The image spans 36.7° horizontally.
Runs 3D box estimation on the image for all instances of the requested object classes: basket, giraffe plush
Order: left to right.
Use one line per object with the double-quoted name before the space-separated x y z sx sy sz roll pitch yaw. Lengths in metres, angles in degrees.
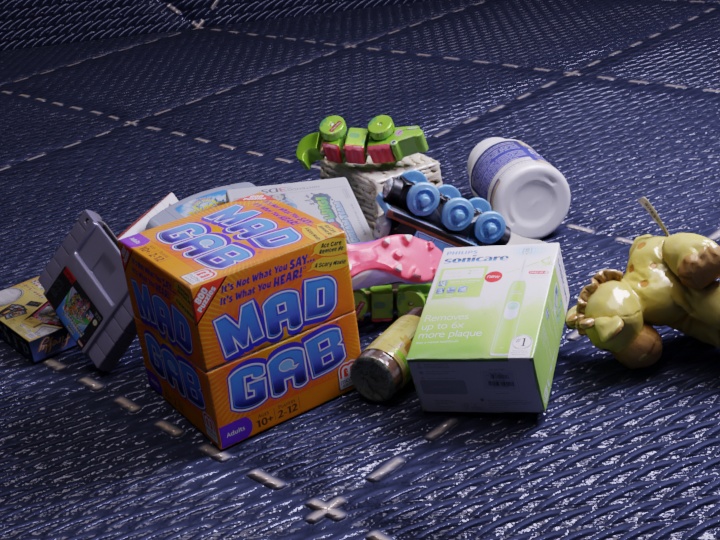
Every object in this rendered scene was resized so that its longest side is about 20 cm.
"basket" 0.031 -0.121 1.697 0.135 0.124 0.200 -19 27 -25
"giraffe plush" 0.328 0.040 1.244 0.162 0.173 0.200 -38 71 -7

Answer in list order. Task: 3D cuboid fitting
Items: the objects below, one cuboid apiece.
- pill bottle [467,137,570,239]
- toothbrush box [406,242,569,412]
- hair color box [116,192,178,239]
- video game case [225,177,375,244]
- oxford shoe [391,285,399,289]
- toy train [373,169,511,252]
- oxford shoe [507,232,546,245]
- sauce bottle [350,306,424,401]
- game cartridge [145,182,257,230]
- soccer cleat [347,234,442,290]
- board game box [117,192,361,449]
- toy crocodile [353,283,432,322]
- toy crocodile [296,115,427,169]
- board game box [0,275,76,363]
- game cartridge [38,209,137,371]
"pill bottle" 0.235 -0.135 1.676 0.119 0.121 0.200 -11 25 -8
"toothbrush box" 0.151 0.063 1.248 0.144 0.087 0.201 -2 37 23
"hair color box" -0.300 -0.020 1.575 0.064 0.111 0.200 -31 13 28
"video game case" -0.083 -0.062 1.508 0.180 0.024 0.201 -7 38 -13
"oxford shoe" 0.000 0.000 1.504 0.198 0.073 0.071 2 26 20
"toy train" 0.107 -0.055 1.470 0.199 0.115 0.087 21 15 -21
"oxford shoe" 0.175 -0.047 1.578 0.199 0.058 0.075 10 27 30
"sauce bottle" 0.063 0.084 1.313 0.064 0.065 0.200 8 30 31
"game cartridge" -0.200 -0.066 1.552 0.199 0.041 0.133 -26 44 -38
"soccer cleat" 0.016 -0.004 1.391 0.198 0.067 0.076 -3 -20 -27
"board game box" -0.140 0.050 1.283 0.199 0.202 0.199 -22 27 -28
"toy crocodile" 0.033 0.041 1.435 0.198 0.062 0.068 -1 26 3
"toy crocodile" 0.001 -0.185 1.615 0.198 0.068 0.062 1 53 17
"board game box" -0.447 0.061 1.545 0.135 0.035 0.199 -24 29 -32
"game cartridge" -0.350 0.025 1.437 0.200 0.130 0.038 45 9 36
